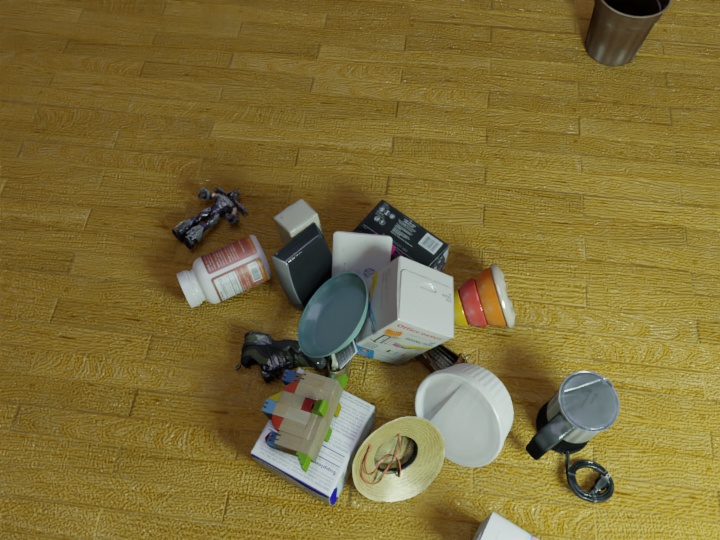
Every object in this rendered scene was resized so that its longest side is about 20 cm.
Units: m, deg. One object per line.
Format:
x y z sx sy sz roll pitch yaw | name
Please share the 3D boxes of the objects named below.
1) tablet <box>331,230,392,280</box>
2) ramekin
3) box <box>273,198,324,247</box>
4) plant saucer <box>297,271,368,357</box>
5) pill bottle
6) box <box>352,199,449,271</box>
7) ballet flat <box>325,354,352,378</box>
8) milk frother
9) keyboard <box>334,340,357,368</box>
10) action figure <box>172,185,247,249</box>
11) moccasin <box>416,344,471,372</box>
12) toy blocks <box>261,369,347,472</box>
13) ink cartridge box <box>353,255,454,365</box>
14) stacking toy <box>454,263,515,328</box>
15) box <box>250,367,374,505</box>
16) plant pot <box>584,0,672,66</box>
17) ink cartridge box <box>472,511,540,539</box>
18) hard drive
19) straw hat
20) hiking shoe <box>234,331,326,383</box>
0.000 0.000 1.466 0.128 0.202 0.014 5 40 1 | tablet
0.214 0.280 1.322 0.202 0.204 0.094 41 39 20 | ramekin
-0.126 -0.058 1.489 0.082 0.201 0.068 -37 56 -16 | box
-0.051 0.098 1.385 0.199 0.036 0.202 -30 40 29 | plant saucer
-0.313 0.006 1.512 0.198 0.113 0.113 -24 65 -12 | pill bottle
0.089 -0.043 1.531 0.199 0.115 0.132 36 67 16 | box
-0.038 0.152 1.454 0.067 0.073 0.202 11 63 12 | ballet flat
0.444 0.331 1.290 0.199 0.189 0.181 32 68 16 | milk frother
-0.050 0.122 1.425 0.056 0.011 0.201 -43 39 19 | keyboard
-0.363 -0.138 1.613 0.129 0.070 0.200 33 65 22 | action figure
0.203 0.209 1.418 0.073 0.078 0.201 -40 69 -18 | moccasin
-0.125 0.273 1.274 0.135 0.100 0.202 12 62 20 | toy blocks
0.081 0.090 1.388 0.146 0.200 0.146 19 57 -27 | ink cartridge box
0.238 0.080 1.480 0.198 0.146 0.148 -17 62 13 | stacking toy
-0.091 0.337 1.340 0.182 0.105 0.201 24 65 13 | box
0.718 -0.687 1.810 0.197 0.199 0.203 0 61 0 | plant pot
0.301 0.540 1.207 0.198 0.145 0.084 28 65 15 | ink cartridge box
-0.115 0.002 1.459 0.135 0.201 0.042 -39 56 -17 | hard drive
0.064 0.362 1.332 0.199 0.203 0.085 -25 22 -12 | straw hat
-0.172 0.202 1.439 0.197 0.076 0.102 11 72 16 | hiking shoe
